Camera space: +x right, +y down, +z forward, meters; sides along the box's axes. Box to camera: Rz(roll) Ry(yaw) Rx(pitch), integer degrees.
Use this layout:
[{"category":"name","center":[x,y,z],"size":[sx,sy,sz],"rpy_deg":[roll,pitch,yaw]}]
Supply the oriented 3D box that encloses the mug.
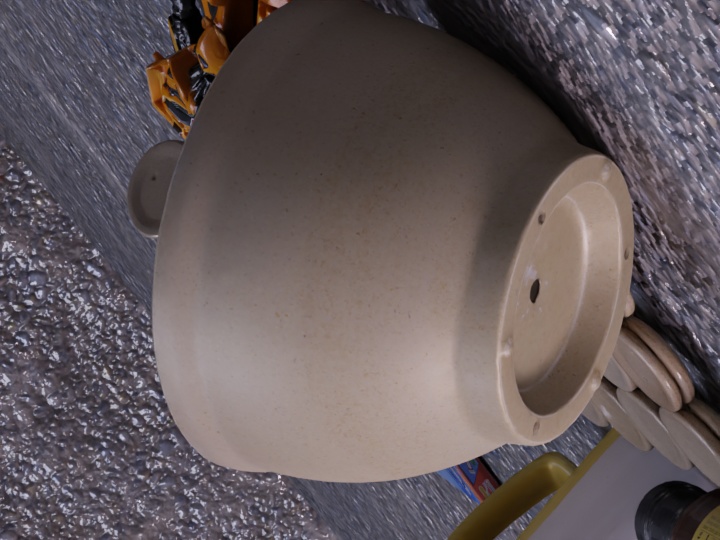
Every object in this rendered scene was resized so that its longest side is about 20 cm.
[{"category":"mug","center":[0.125,0.180,1.471],"size":[0.149,0.153,0.187],"rpy_deg":[50,172,-4]}]

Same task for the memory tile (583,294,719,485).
[{"category":"memory tile","center":[0.105,0.028,1.325],"size":[0.153,0.017,0.200],"rpy_deg":[53,171,-18]}]

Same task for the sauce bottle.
[{"category":"sauce bottle","center":[0.180,0.133,1.289],"size":[0.065,0.065,0.200],"rpy_deg":[52,173,-15]}]

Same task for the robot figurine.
[{"category":"robot figurine","center":[-0.051,-0.114,1.256],"size":[0.145,0.058,0.200],"rpy_deg":[46,149,28]}]

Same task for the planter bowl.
[{"category":"planter bowl","center":[0.026,-0.001,1.147],"size":[0.135,0.200,0.200],"rpy_deg":[15,154,28]}]

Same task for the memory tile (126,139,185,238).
[{"category":"memory tile","center":[-0.025,-0.031,1.328],"size":[0.017,0.153,0.200],"rpy_deg":[19,-155,-46]}]

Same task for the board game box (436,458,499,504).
[{"category":"board game box","center":[0.025,0.080,2.015],"size":[0.200,0.019,0.103],"rpy_deg":[53,172,-22]}]
